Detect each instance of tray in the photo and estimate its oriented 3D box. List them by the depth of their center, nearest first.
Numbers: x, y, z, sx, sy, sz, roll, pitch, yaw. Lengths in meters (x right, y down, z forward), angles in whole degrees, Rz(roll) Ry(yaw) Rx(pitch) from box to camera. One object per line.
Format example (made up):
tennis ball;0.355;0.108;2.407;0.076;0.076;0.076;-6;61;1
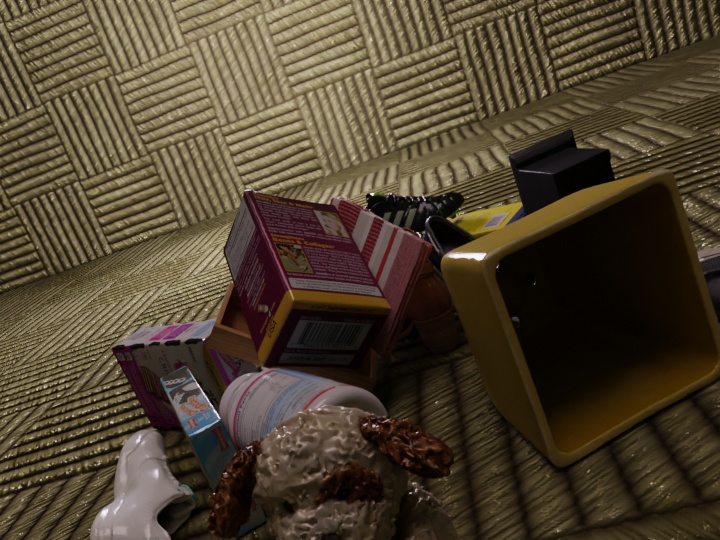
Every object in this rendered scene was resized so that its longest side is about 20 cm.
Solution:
tray;-0.079;0.087;0.823;0.199;0.037;0.099;22;26;-10

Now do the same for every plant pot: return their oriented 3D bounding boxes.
plant pot;0.186;0.031;0.659;0.194;0.196;0.200;-24;11;-12

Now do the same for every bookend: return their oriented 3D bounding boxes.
bookend;0.279;-0.051;0.775;0.091;0.201;0.199;-24;15;-9

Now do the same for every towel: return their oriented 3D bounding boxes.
towel;0.000;0.000;0.851;0.023;0.145;0.200;12;14;-39

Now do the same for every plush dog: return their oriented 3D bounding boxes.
plush dog;-0.004;0.169;0.455;0.198;0.173;0.161;-19;15;10

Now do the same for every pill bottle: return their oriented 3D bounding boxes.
pill bottle;-0.066;0.159;0.689;0.108;0.110;0.199;-30;18;-31

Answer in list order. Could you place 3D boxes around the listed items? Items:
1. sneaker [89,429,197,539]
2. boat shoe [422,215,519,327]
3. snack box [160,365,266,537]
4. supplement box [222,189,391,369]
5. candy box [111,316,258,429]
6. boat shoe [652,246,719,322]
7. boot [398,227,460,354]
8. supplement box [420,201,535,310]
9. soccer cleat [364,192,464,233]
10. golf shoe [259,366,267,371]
sneaker;-0.216;0.238;0.721;0.088;0.076;0.200;-9;21;-3
boat shoe;0.150;0.002;0.846;0.075;0.062;0.200;-29;55;-17
snack box;-0.161;0.182;0.719;0.037;0.117;0.200;-26;17;-18
supplement box;-0.070;0.010;0.800;0.130;0.104;0.201;7;38;-31
candy box;-0.226;0.141;0.902;0.199;0.137;0.061;-10;20;37
boat shoe;0.380;0.019;0.625;0.198;0.075;0.093;-12;16;8
boot;0.057;0.017;0.913;0.073;0.156;0.200;-28;17;-23
supplement box;0.160;-0.016;0.975;0.199;0.110;0.109;-9;19;36
soccer cleat;0.053;-0.082;0.981;0.198;0.082;0.068;-22;15;1
golf shoe;-0.096;0.060;0.968;0.072;0.092;0.201;17;59;-2
